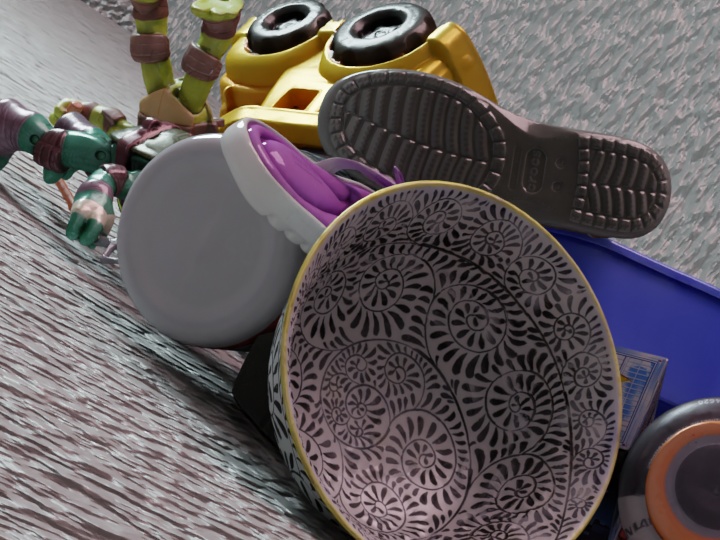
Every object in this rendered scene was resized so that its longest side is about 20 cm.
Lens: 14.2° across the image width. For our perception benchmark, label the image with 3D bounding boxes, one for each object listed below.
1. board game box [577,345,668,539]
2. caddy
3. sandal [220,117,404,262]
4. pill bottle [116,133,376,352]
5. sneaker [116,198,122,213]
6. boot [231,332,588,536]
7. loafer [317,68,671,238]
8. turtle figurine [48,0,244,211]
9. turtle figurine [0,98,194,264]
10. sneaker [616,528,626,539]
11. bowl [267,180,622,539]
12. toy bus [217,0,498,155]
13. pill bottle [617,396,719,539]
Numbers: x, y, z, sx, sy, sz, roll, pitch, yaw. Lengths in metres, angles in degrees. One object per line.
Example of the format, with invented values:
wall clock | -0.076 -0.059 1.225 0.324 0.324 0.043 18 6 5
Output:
board game box | 0.085 0.078 1.598 0.200 0.062 0.200 27 -23 -4
caddy | 0.141 0.035 1.690 0.200 0.105 0.141 23 -24 -16
sandal | 0.003 -0.031 1.499 0.202 0.050 0.083 25 35 -55
pill bottle | -0.040 -0.010 1.611 0.116 0.116 0.200 38 13 23
sneaker | -0.086 -0.006 1.976 0.200 0.074 0.081 37 -12 -10
boot | 0.019 0.108 1.566 0.200 0.078 0.138 29 -15 0
loafer | 0.071 -0.056 1.606 0.199 0.075 0.070 18 -8 -4
turtle figurine | -0.110 -0.095 1.806 0.200 0.162 0.064 24 26 32
turtle figurine | -0.132 -0.043 1.728 0.200 0.101 0.150 29 -6 35
sneaker | 0.112 0.131 1.790 0.200 0.078 0.082 35 -24 39
bowl | 0.025 0.064 1.444 0.201 0.201 0.094 35 -28 -20
toy bus | -0.034 -0.074 1.880 0.200 0.192 0.136 8 -51 40
pill bottle | 0.190 0.123 1.517 0.106 0.106 0.200 37 -1 12
